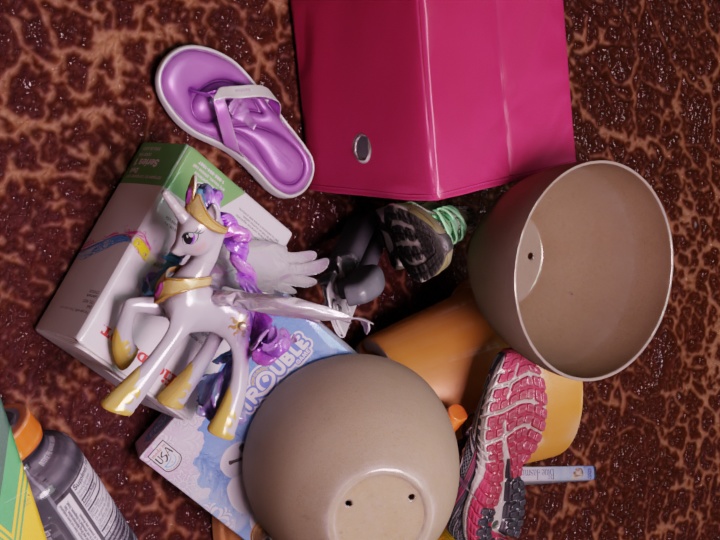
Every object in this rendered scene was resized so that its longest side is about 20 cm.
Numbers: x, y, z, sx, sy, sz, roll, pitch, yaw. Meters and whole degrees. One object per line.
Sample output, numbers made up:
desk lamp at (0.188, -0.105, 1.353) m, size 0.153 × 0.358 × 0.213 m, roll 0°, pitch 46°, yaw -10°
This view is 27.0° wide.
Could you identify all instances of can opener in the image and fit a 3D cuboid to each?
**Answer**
can opener at (0.000, 0.000, 1.439) m, size 0.200 × 0.066 × 0.053 m, roll -74°, pitch 150°, yaw -65°

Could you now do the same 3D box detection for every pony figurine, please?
pony figurine at (-0.109, 0.035, 1.251) m, size 0.192 × 0.166 × 0.201 m, roll 18°, pitch 101°, yaw -30°

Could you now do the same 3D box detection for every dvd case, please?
dvd case at (0.135, 0.221, 1.593) m, size 0.199 × 0.142 × 0.018 m, roll 5°, pitch 77°, yaw -41°

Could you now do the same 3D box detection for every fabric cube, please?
fabric cube at (0.069, -0.186, 1.447) m, size 0.199 × 0.195 × 0.201 m, roll -16°, pitch 106°, yaw -38°

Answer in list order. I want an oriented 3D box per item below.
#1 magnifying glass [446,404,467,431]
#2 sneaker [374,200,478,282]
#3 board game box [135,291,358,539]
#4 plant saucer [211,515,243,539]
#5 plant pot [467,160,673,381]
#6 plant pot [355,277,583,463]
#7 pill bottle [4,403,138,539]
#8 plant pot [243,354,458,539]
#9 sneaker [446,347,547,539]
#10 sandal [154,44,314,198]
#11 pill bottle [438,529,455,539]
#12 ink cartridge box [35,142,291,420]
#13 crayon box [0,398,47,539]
magnifying glass at (0.037, 0.201, 1.453) m, size 0.200 × 0.022 × 0.079 m, roll -50°, pitch 161°, yaw 30°
sneaker at (0.070, -0.044, 1.411) m, size 0.088 × 0.200 × 0.077 m, roll -23°, pitch 100°, yaw -6°
board game box at (-0.069, 0.151, 1.390) m, size 0.199 × 0.043 × 0.200 m, roll 41°, pitch 92°, yaw -19°
plant saucer at (-0.059, 0.236, 1.494) m, size 0.199 × 0.037 × 0.202 m, roll -7°, pitch 101°, yaw -41°
plant pot at (0.177, -0.006, 1.411) m, size 0.199 × 0.134 × 0.202 m, roll -5°, pitch 99°, yaw -35°
plant pot at (0.097, 0.111, 1.529) m, size 0.182 × 0.200 × 0.202 m, roll -11°, pitch 103°, yaw -23°
pill bottle at (-0.263, 0.209, 1.265) m, size 0.106 × 0.106 × 0.201 m, roll -43°, pitch 120°, yaw -29°
plant pot at (0.002, 0.192, 1.320) m, size 0.198 × 0.135 × 0.202 m, roll -3°, pitch 106°, yaw -11°
sneaker at (0.119, 0.170, 1.428) m, size 0.080 × 0.074 × 0.202 m, roll 5°, pitch 102°, yaw -41°
sandal at (-0.105, -0.142, 1.396) m, size 0.202 × 0.050 × 0.083 m, roll 38°, pitch 71°, yaw -38°
pill bottle at (0.055, 0.306, 1.517) m, size 0.200 × 0.112 × 0.114 m, roll 5°, pitch 92°, yaw -62°
ink cartridge box at (-0.173, 0.009, 1.332) m, size 0.145 × 0.084 × 0.201 m, roll 40°, pitch 69°, yaw -37°
crayon box at (-0.328, 0.129, 1.134) m, size 0.058 × 0.199 × 0.174 m, roll -28°, pitch 113°, yaw -35°
